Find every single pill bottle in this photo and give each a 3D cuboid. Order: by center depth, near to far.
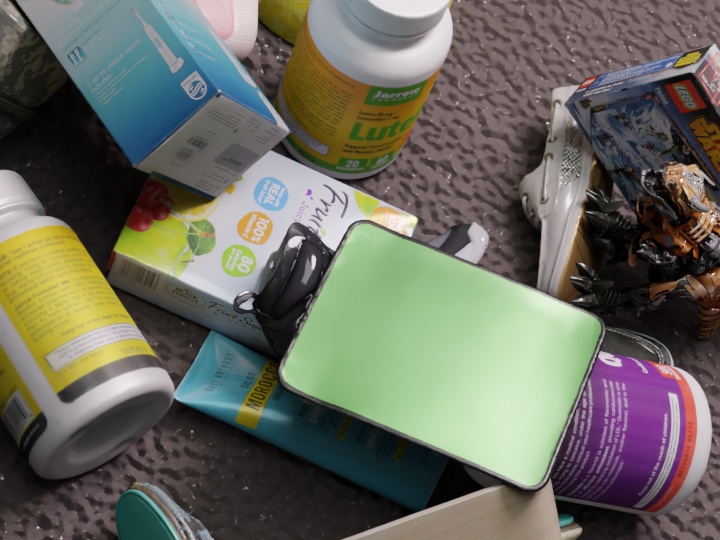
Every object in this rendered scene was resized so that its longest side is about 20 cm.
[{"bbox_3d":[-0.227,0.035,1.516,0.114,0.114,0.200,-26,71,-28],"label":"pill bottle"},{"bbox_3d":[0.146,0.109,1.561,0.199,0.112,0.113,13,56,-27],"label":"pill bottle"},{"bbox_3d":[0.006,-0.167,1.655,0.111,0.200,0.111,7,58,-12],"label":"pill bottle"}]

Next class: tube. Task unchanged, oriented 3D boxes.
[{"bbox_3d":[-0.034,0.111,1.573,0.199,0.051,0.078,25,36,3],"label":"tube"}]

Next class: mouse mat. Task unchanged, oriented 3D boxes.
[{"bbox_3d":[0.058,0.055,1.492,0.199,0.008,0.161,22,54,7],"label":"mouse mat"}]

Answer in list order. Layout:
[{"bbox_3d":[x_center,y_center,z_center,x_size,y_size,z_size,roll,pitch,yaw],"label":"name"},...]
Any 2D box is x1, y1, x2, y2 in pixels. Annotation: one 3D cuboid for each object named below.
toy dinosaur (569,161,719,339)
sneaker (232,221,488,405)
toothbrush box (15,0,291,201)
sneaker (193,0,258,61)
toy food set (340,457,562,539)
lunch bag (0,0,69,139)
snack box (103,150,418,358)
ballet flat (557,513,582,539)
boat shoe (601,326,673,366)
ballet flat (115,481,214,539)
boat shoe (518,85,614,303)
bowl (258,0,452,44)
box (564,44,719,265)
[{"bbox_3d":[0.236,-0.006,1.640,0.135,0.201,0.102,-2,33,23],"label":"toy dinosaur"},{"bbox_3d":[0.000,0.000,1.566,0.114,0.076,0.200,47,60,6],"label":"sneaker"},{"bbox_3d":[-0.158,-0.161,1.562,0.085,0.146,0.200,-39,73,10],"label":"toothbrush box"},{"bbox_3d":[-0.149,-0.233,1.731,0.104,0.075,0.200,7,39,-42],"label":"sneaker"},{"bbox_3d":[0.051,0.217,1.478,0.199,0.060,0.144,-18,110,-14],"label":"toy food set"},{"bbox_3d":[-0.329,-0.171,1.595,0.168,0.139,0.200,-43,74,9],"label":"lunch bag"},{"bbox_3d":[-0.074,-0.017,1.629,0.199,0.053,0.143,25,58,-3],"label":"snack box"},{"bbox_3d":[0.064,0.216,1.538,0.199,0.067,0.063,-6,91,-16],"label":"ballet flat"},{"bbox_3d":[0.151,0.064,1.637,0.199,0.071,0.072,3,59,-17],"label":"boat shoe"},{"bbox_3d":[-0.101,0.232,1.475,0.074,0.074,0.201,-18,68,-25],"label":"ballet flat"},{"bbox_3d":[0.160,-0.057,1.722,0.069,0.071,0.201,4,64,23],"label":"boat shoe"},{"bbox_3d":[-0.005,-0.282,1.777,0.199,0.108,0.201,7,59,-12],"label":"bowl"},{"bbox_3d":[0.263,-0.072,1.664,0.040,0.137,0.200,-48,114,-33],"label":"box"}]
